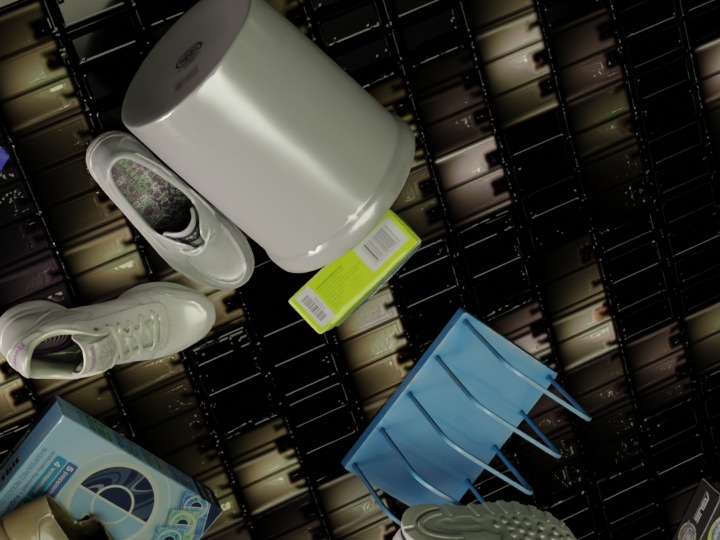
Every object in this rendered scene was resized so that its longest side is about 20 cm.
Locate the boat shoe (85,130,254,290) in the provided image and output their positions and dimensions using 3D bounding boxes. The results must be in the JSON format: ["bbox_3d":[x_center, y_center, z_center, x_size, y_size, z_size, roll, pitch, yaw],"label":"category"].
[{"bbox_3d":[-0.162,-0.046,1.543,0.072,0.069,0.200,-39,120,-1],"label":"boat shoe"}]

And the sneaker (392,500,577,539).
[{"bbox_3d":[0.118,0.273,1.661,0.200,0.076,0.081,9,121,-20],"label":"sneaker"}]

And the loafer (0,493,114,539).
[{"bbox_3d":[-0.245,0.274,1.597,0.200,0.076,0.067,36,104,-30],"label":"loafer"}]

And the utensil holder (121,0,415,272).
[{"bbox_3d":[-0.080,-0.124,1.488,0.170,0.170,0.200,-47,117,4],"label":"utensil holder"}]

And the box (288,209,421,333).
[{"bbox_3d":[0.000,0.000,1.579,0.122,0.200,0.048,-44,89,2],"label":"box"}]

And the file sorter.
[{"bbox_3d":[0.108,0.170,1.714,0.139,0.123,0.200,34,98,-29],"label":"file sorter"}]

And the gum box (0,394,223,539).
[{"bbox_3d":[-0.260,0.238,1.645,0.200,0.045,0.170,37,96,-31],"label":"gum box"}]

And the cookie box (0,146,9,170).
[{"bbox_3d":[-0.400,-0.069,1.375,0.171,0.075,0.200,48,49,-31],"label":"cookie box"}]

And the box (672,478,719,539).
[{"bbox_3d":[0.417,0.343,1.956,0.160,0.044,0.200,15,106,-27],"label":"box"}]

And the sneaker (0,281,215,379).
[{"bbox_3d":[-0.222,0.065,1.552,0.200,0.100,0.075,-10,114,-19],"label":"sneaker"}]
